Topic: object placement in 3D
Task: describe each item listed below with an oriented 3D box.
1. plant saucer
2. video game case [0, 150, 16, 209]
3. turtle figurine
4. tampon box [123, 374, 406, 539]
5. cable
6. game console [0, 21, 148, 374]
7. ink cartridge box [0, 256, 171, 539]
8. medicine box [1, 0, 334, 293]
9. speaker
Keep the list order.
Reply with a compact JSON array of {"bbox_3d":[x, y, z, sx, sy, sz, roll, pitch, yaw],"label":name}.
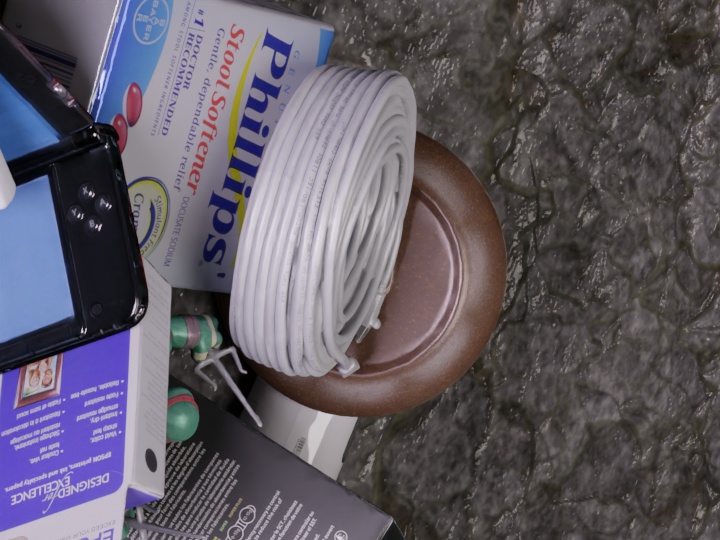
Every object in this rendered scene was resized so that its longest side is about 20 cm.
[{"bbox_3d":[0.000,0.000,1.814,0.199,0.037,0.202,0,94,-1],"label":"plant saucer"},{"bbox_3d":[-0.307,-0.104,1.482,0.023,0.199,0.183,-68,148,-48],"label":"video game case"},{"bbox_3d":[-0.146,0.074,1.654,0.150,0.199,0.101,-52,142,-15],"label":"turtle figurine"},{"bbox_3d":[-0.087,0.171,1.753,0.127,0.199,0.150,-56,167,-8],"label":"tampon box"},{"bbox_3d":[-0.021,-0.032,1.696,0.200,0.069,0.201,7,100,-78],"label":"cable"},{"bbox_3d":[-0.242,-0.029,1.544,0.118,0.199,0.174,9,65,-60],"label":"game console"},{"bbox_3d":[-0.199,0.110,1.569,0.043,0.197,0.201,43,38,-42],"label":"ink cartridge box"},{"bbox_3d":[-0.133,-0.091,1.676,0.199,0.103,0.183,7,102,-51],"label":"medicine box"},{"bbox_3d":[-0.018,0.043,1.876,0.081,0.081,0.201,19,94,-45],"label":"speaker"}]
